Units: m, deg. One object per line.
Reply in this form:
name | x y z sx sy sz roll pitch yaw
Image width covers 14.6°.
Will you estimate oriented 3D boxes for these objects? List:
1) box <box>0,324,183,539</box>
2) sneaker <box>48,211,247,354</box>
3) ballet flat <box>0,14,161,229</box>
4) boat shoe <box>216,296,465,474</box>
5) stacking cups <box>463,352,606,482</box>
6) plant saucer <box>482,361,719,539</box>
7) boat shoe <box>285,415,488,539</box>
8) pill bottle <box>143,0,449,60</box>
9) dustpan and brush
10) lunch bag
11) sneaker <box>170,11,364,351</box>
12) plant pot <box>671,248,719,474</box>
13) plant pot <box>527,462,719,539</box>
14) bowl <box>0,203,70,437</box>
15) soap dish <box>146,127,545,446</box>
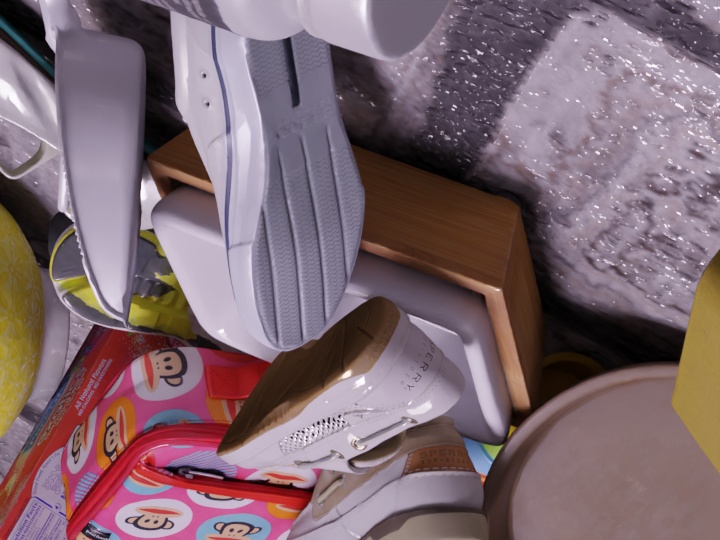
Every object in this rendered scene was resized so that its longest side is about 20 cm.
box | -0.147 0.113 1.695 0.099 0.201 0.095 33 157 -12
sneaker | -0.091 0.009 1.597 0.199 0.075 0.085 29 -166 -28
ballet flat | -0.154 -0.066 1.476 0.200 0.070 0.069 39 157 -23
boat shoe | -0.011 0.073 1.386 0.069 0.071 0.200 35 157 -12
stacking cups | 0.085 0.092 1.564 0.060 0.061 0.200 31 162 -7
plant saucer | 0.158 0.133 1.443 0.199 0.200 0.030 33 -158 -11
boat shoe | 0.012 0.124 1.481 0.074 0.069 0.200 2 166 -26
pill bottle | -0.061 -0.156 1.095 0.199 0.114 0.113 21 158 21
dustpan and brush | -0.133 -0.092 1.351 0.057 0.140 0.201 3 120 -2
lunch bag | -0.055 0.106 1.574 0.199 0.082 0.176 10 142 -26
sneaker | -0.046 -0.061 1.300 0.071 0.073 0.201 29 131 45
plant pot | 0.230 0.029 1.066 0.176 0.200 0.200 36 161 15
plant pot | 0.176 0.176 1.526 0.200 0.201 0.093 32 -159 -9
bowl | -0.238 0.035 1.704 0.107 0.202 0.200 4 167 -21
soap dish | 0.000 0.000 1.420 0.199 0.082 0.158 21 158 21
